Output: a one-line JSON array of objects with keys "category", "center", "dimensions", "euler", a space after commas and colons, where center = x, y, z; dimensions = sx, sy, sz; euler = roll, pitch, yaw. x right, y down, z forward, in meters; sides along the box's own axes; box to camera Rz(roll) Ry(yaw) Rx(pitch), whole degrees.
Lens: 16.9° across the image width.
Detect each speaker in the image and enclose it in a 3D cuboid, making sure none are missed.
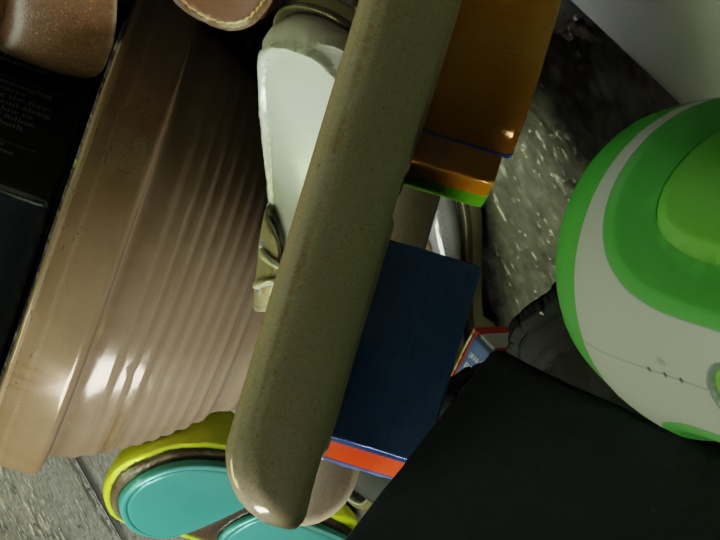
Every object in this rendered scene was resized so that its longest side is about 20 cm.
[{"category": "speaker", "center": [0.125, 0.012, 0.513], "dimensions": [0.200, 0.088, 0.089], "euler": [20, 135, 59]}]

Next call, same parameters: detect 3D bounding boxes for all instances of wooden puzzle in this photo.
[{"category": "wooden puzzle", "center": [0.016, -0.015, 0.673], "dimensions": [0.046, 0.186, 0.200], "euler": [17, 174, 5]}]

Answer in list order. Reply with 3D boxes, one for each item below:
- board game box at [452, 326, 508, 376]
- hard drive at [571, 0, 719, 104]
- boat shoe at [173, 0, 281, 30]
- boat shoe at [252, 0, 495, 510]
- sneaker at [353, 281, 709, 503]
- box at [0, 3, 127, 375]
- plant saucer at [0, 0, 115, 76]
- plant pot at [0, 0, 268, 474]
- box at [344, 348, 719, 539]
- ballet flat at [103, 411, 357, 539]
[{"category": "board game box", "center": [0.057, 0.143, 0.835], "dimensions": [0.152, 0.046, 0.200], "euler": [45, 120, 35]}, {"category": "hard drive", "center": [0.064, -0.125, 0.646], "dimensions": [0.200, 0.026, 0.132], "euler": [47, 155, 29]}, {"category": "boat shoe", "center": [-0.043, -0.142, 0.767], "dimensions": [0.072, 0.068, 0.200], "euler": [21, 146, 5]}, {"category": "boat shoe", "center": [0.000, 0.000, 0.868], "dimensions": [0.075, 0.068, 0.200], "euler": [14, 135, 42]}, {"category": "sneaker", "center": [0.076, 0.048, 0.736], "dimensions": [0.091, 0.076, 0.200], "euler": [57, 142, 10]}, {"category": "box", "center": [-0.180, -0.028, 1.006], "dimensions": [0.200, 0.107, 0.149], "euler": [-82, 13, -62]}, {"category": "plant saucer", "center": [-0.145, -0.165, 0.910], "dimensions": [0.200, 0.034, 0.201], "euler": [162, 90, -72]}, {"category": "plant pot", "center": [-0.077, -0.007, 0.961], "dimensions": [0.093, 0.201, 0.201], "euler": [19, 157, -7]}, {"category": "box", "center": [0.103, 0.147, 0.615], "dimensions": [0.198, 0.123, 0.200], "euler": [24, 156, 36]}, {"category": "ballet flat", "center": [-0.062, 0.088, 1.065], "dimensions": [0.200, 0.067, 0.067], "euler": [37, -151, -60]}]
